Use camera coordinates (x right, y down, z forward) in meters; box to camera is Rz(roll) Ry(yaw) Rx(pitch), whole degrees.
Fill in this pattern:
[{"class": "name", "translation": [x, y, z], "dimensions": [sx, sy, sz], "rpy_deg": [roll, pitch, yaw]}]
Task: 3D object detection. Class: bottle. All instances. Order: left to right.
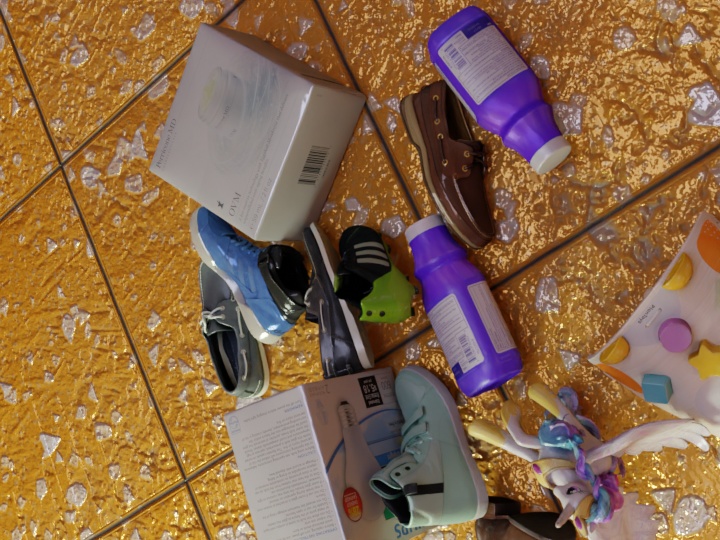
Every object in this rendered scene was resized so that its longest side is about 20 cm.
[{"class": "bottle", "translation": [0.111, 0.037, 1.273], "dimensions": [0.203, 0.064, 0.084], "rpy_deg": [66, 151, 14]}, {"class": "bottle", "translation": [0.157, -0.197, 1.249], "dimensions": [0.083, 0.065, 0.201], "rpy_deg": [-35, 71, 0]}]

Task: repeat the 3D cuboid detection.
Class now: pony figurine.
[{"class": "pony figurine", "translation": [0.233, 0.198, 1.154], "dimensions": [0.200, 0.190, 0.169], "rpy_deg": [47, 130, 51]}]

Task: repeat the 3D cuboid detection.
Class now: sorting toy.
[{"class": "sorting toy", "translation": [0.353, 0.080, 1.132], "dimensions": [0.179, 0.107, 0.201], "rpy_deg": [37, 111, 6]}]

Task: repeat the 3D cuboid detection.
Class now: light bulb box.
[{"class": "light bulb box", "translation": [-0.031, 0.234, 1.305], "dimensions": [0.123, 0.197, 0.203], "rpy_deg": [-23, 80, 31]}]

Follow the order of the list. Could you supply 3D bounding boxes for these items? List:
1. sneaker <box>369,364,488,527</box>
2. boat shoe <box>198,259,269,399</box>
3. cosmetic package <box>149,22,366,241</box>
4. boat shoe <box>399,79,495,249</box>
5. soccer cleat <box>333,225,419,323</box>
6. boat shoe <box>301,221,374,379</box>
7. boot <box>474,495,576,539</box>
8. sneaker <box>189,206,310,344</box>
[{"class": "sneaker", "translation": [0.056, 0.195, 1.274], "dimensions": [0.202, 0.116, 0.074], "rpy_deg": [64, 146, 34]}, {"class": "boat shoe", "translation": [-0.175, 0.070, 1.474], "dimensions": [0.072, 0.061, 0.203], "rpy_deg": [-24, 79, 30]}, {"class": "cosmetic package", "translation": [-0.132, -0.171, 1.407], "dimensions": [0.199, 0.122, 0.202], "rpy_deg": [31, 107, 29]}, {"class": "boat shoe", "translation": [0.109, -0.124, 1.282], "dimensions": [0.067, 0.072, 0.203], "rpy_deg": [-30, 73, 31]}, {"class": "soccer cleat", "translation": [0.000, 0.000, 1.309], "dimensions": [0.200, 0.080, 0.069], "rpy_deg": [-128, 40, -58]}, {"class": "boat shoe", "translation": [-0.043, 0.034, 1.365], "dimensions": [0.067, 0.072, 0.203], "rpy_deg": [-23, 66, 11]}, {"class": "boot", "translation": [0.175, 0.361, 1.221], "dimensions": [0.186, 0.063, 0.204], "rpy_deg": [180, 92, -73]}, {"class": "sneaker", "translation": [-0.132, -0.018, 1.434], "dimensions": [0.111, 0.076, 0.202], "rpy_deg": [-40, 75, 33]}]
